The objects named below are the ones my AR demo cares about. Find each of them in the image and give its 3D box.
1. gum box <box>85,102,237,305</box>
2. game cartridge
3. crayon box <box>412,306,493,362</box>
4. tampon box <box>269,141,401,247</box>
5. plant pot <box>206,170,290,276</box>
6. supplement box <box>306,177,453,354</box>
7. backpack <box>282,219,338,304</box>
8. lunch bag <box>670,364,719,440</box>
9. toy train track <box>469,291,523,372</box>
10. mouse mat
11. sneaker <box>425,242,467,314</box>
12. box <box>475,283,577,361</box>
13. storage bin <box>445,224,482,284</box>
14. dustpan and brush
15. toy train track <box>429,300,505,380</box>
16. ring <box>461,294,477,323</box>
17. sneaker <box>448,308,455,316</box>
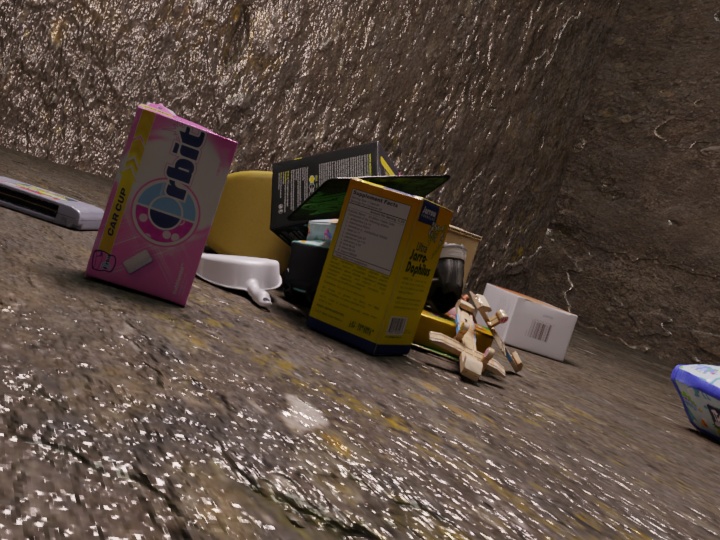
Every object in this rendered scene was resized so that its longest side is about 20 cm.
[{"bbox_3d":[-0.218,-0.077,0.857,0.112,0.202,0.066,18,3,-14],"label":"gum box"},{"bbox_3d":[-0.517,-0.111,1.228,0.197,0.041,0.133,18,0,-1],"label":"game cartridge"},{"bbox_3d":[0.141,0.102,1.198,0.125,0.051,0.200,19,4,6],"label":"crayon box"},{"bbox_3d":[-0.035,-0.116,1.316,0.197,0.128,0.150,-8,-23,19],"label":"tampon box"},{"bbox_3d":[-0.202,-0.101,1.522,0.197,0.197,0.195,9,3,6],"label":"plant pot"},{"bbox_3d":[0.027,-0.003,0.999,0.108,0.203,0.109,20,5,28],"label":"supplement box"},{"bbox_3d":[0.000,0.000,1.203,0.198,0.155,0.175,19,-8,-32],"label":"backpack"},{"bbox_3d":[0.608,0.218,1.198,0.198,0.129,0.170,27,0,-24],"label":"lunch bag"},{"bbox_3d":[0.214,0.093,1.148,0.200,0.032,0.115,53,10,-47],"label":"toy train track"},{"bbox_3d":[0.011,-0.102,1.086,0.198,0.008,0.161,-4,-14,-29],"label":"mouse mat"},{"bbox_3d":[0.121,0.031,1.241,0.065,0.092,0.200,5,-20,-11],"label":"sneaker"},{"bbox_3d":[0.364,0.112,1.719,0.150,0.108,0.200,17,4,-13],"label":"box"},{"bbox_3d":[0.126,-0.008,1.592,0.197,0.202,0.094,16,6,-29],"label":"storage bin"},{"bbox_3d":[-0.161,0.013,1.096,0.138,0.058,0.199,4,3,-26],"label":"dustpan and brush"},{"bbox_3d":[0.152,0.085,1.062,0.114,0.033,0.200,26,22,-6],"label":"toy train track"},{"bbox_3d":[0.161,0.045,1.436,0.201,0.019,0.201,53,-10,14],"label":"ring"},{"bbox_3d":[0.087,0.061,1.380,0.104,0.076,0.199,12,4,-40],"label":"sneaker"}]
